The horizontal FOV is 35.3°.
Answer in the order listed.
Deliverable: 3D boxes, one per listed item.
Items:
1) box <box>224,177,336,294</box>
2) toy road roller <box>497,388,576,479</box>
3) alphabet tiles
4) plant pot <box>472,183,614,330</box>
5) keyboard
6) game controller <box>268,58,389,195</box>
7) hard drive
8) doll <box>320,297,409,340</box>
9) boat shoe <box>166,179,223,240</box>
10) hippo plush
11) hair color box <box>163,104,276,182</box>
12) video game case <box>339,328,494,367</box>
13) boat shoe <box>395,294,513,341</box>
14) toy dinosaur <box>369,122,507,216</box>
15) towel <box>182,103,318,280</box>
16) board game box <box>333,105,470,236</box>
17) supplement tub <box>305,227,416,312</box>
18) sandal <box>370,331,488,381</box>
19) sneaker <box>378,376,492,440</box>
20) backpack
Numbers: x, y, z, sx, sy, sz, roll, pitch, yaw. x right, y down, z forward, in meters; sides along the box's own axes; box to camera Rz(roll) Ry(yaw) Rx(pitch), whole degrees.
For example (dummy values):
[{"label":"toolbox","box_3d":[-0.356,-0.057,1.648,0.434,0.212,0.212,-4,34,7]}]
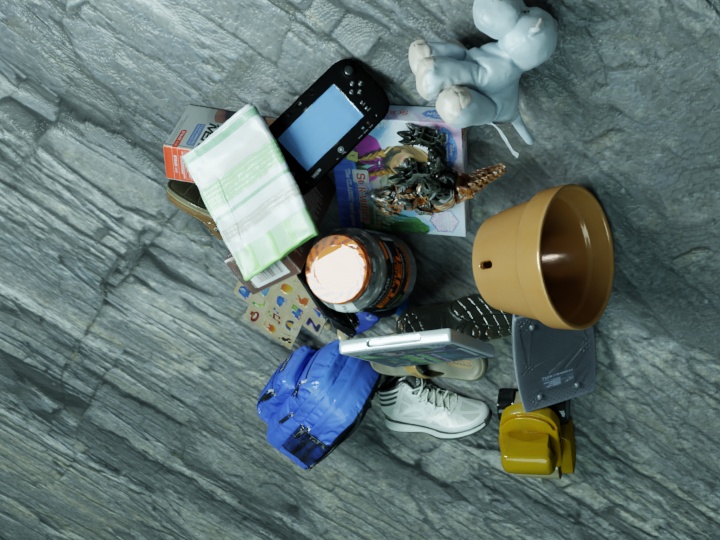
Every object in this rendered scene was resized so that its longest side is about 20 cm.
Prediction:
[{"label":"box","box_3d":[-0.114,-0.068,1.663,0.099,0.201,0.075,-24,117,33]},{"label":"toy road roller","box_3d":[0.287,0.299,1.890,0.121,0.147,0.202,0,130,18]},{"label":"alphabet tiles","box_3d":[-0.125,0.040,1.864,0.166,0.008,0.201,34,133,7]},{"label":"plant pot","box_3d":[0.253,-0.016,1.611,0.139,0.201,0.201,-4,131,43]},{"label":"keyboard","box_3d":[-0.057,0.027,1.724,0.021,0.201,0.127,-41,143,10]},{"label":"game controller","box_3d":[-0.055,-0.195,1.560,0.104,0.200,0.042,45,179,15]},{"label":"hard drive","box_3d":[0.300,0.125,1.773,0.133,0.043,0.202,-17,128,-5]},{"label":"doll","box_3d":[0.015,0.044,1.823,0.136,0.049,0.199,39,131,-18]},{"label":"boat shoe","box_3d":[-0.216,-0.079,1.770,0.198,0.072,0.069,23,129,1]},{"label":"hippo plush","box_3d":[0.171,-0.265,1.426,0.200,0.159,0.161,42,120,5]},{"label":"hair color box","box_3d":[-0.175,-0.174,1.651,0.197,0.112,0.065,10,132,8]},{"label":"video game case","box_3d":[0.090,0.121,1.731,0.179,0.024,0.199,-8,167,24]},{"label":"boat shoe","box_3d":[0.156,0.084,1.805,0.197,0.077,0.074,-3,166,7]},{"label":"toy dinosaur","box_3d":[0.102,-0.129,1.578,0.198,0.103,0.136,-26,136,12]},{"label":"towel","box_3d":[-0.154,-0.105,1.546,0.148,0.031,0.202,-33,80,32]},{"label":"board game box","box_3d":[0.058,-0.146,1.648,0.196,0.041,0.202,4,131,14]},{"label":"supplement tub","box_3d":[0.000,0.000,1.672,0.121,0.200,0.125,0,90,21]},{"label":"sandal","box_3d":[0.111,0.149,1.865,0.197,0.054,0.082,8,108,9]},{"label":"sneaker","box_3d":[0.120,0.222,1.926,0.198,0.076,0.116,-2,131,23]},{"label":"backpack","box_3d":[-0.071,0.217,1.926,0.167,0.163,0.200,36,132,-11]}]
